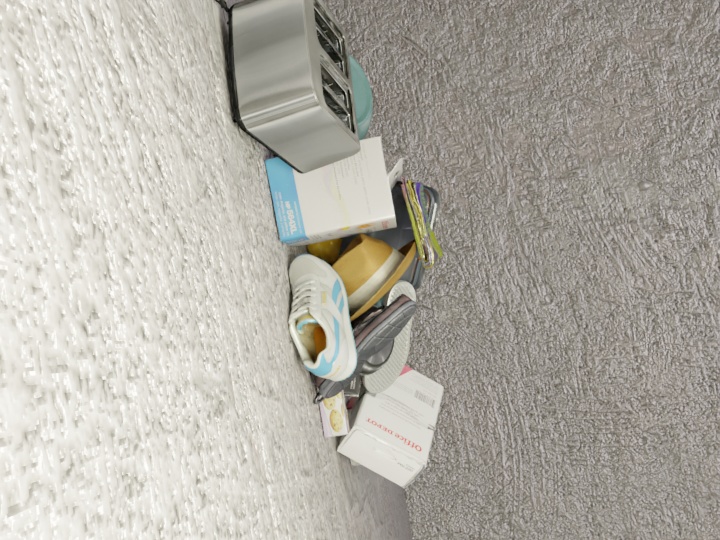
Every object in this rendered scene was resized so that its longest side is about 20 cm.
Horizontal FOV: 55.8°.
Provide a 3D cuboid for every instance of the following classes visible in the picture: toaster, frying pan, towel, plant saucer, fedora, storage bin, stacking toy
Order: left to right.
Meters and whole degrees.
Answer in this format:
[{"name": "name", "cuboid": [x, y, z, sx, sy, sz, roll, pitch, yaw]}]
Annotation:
[{"name": "toaster", "cuboid": [-0.086, -0.248, 0.877, 0.200, 0.118, 0.181, 31, 49, -64]}, {"name": "stacking toy", "cuboid": [-0.057, -0.060, 1.295, 0.146, 0.146, 0.201, 63, 35, -78]}, {"name": "plant saucer", "cuboid": [-0.042, -0.316, 1.192, 0.200, 0.036, 0.201, 15, 68, -41]}, {"name": "frying pan", "cuboid": [-0.007, 0.125, 1.081, 0.190, 0.031, 0.115, -23, 109, -44]}, {"name": "fedora", "cuboid": [0.000, 0.000, 1.066, 0.082, 0.201, 0.201, 44, 10, -8]}, {"name": "storage bin", "cuboid": [0.048, -0.063, 1.242, 0.145, 0.134, 0.201, 25, -72, 45]}, {"name": "towel", "cuboid": [0.103, -0.079, 1.105, 0.200, 0.023, 0.144, -20, 94, -78]}]

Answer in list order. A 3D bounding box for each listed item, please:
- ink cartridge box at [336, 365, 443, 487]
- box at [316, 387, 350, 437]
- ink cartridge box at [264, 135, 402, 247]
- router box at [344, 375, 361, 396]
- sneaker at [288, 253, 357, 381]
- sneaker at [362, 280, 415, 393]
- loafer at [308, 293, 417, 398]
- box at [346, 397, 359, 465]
[{"name": "ink cartridge box", "cuboid": [0.059, 0.270, 1.244, 0.085, 0.145, 0.200, -58, -176, 36]}, {"name": "box", "cuboid": [-0.054, 0.167, 1.103, 0.039, 0.041, 0.201, 46, 34, -83]}, {"name": "ink cartridge box", "cuboid": [-0.028, -0.119, 1.047, 0.129, 0.199, 0.126, 27, 52, -85]}, {"name": "router box", "cuboid": [-0.019, 0.115, 1.248, 0.150, 0.062, 0.201, -61, 156, -86]}, {"name": "sneaker", "cuboid": [-0.064, 0.057, 0.975, 0.081, 0.076, 0.200, 28, 36, -54]}, {"name": "sneaker", "cuboid": [0.043, 0.113, 1.194, 0.082, 0.074, 0.201, 16, -92, 69]}, {"name": "loafer", "cuboid": [-0.003, 0.102, 1.008, 0.063, 0.200, 0.072, 47, 12, 25]}, {"name": "box", "cuboid": [0.040, 0.324, 1.436, 0.200, 0.127, 0.109, 28, 52, -86]}]
